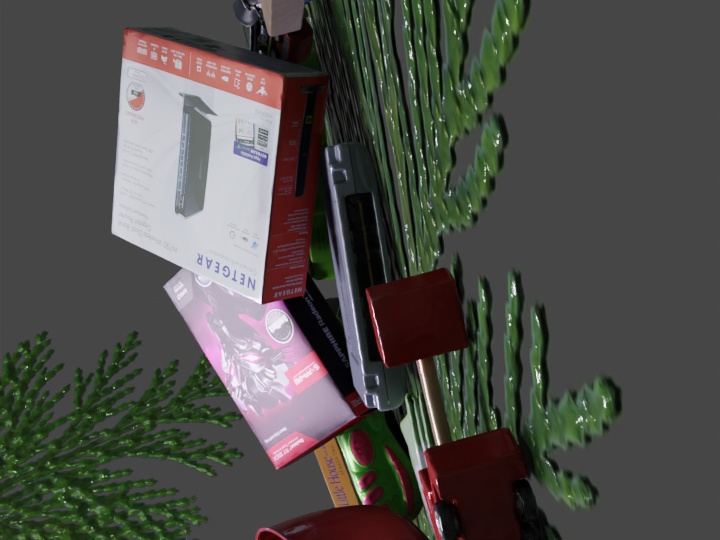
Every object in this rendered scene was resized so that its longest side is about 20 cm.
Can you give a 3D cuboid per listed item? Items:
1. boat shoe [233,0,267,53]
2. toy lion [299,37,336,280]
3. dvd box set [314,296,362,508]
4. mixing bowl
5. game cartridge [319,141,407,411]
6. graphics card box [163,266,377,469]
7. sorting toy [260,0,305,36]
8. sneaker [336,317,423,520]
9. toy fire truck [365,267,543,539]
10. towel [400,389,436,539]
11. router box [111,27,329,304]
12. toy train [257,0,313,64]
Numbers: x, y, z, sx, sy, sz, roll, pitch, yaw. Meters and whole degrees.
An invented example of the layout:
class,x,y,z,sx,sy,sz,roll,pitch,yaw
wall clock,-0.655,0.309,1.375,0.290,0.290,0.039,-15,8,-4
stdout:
class,x,y,z,sx,sy,sz,roll,pitch,yaw
boat shoe,-0.096,-0.270,1.249,0.075,0.062,0.201,-106,7,-45
toy lion,-0.043,-0.104,1.148,0.200,0.068,0.193,88,175,-67
dvd box set,-0.016,0.149,1.260,0.147,0.029,0.201,-75,-27,-54
mixing bowl,0.011,0.273,1.056,0.200,0.108,0.201,45,154,29
game cartridge,0.000,0.000,0.981,0.133,0.040,0.201,-155,56,-80
graphics card box,-0.076,0.061,1.094,0.125,0.051,0.201,-37,82,42
sorting toy,-0.032,-0.235,0.583,0.199,0.069,0.201,146,111,-84
sneaker,0.002,0.140,1.159,0.084,0.076,0.201,118,140,-76
toy fire truck,0.054,0.113,0.664,0.141,0.048,0.201,-116,13,-70
towel,0.060,0.199,0.930,0.149,0.031,0.201,95,161,-72
router box,-0.118,-0.090,1.013,0.199,0.049,0.180,22,113,40
toy train,-0.058,-0.183,0.982,0.046,0.034,0.200,56,153,25
